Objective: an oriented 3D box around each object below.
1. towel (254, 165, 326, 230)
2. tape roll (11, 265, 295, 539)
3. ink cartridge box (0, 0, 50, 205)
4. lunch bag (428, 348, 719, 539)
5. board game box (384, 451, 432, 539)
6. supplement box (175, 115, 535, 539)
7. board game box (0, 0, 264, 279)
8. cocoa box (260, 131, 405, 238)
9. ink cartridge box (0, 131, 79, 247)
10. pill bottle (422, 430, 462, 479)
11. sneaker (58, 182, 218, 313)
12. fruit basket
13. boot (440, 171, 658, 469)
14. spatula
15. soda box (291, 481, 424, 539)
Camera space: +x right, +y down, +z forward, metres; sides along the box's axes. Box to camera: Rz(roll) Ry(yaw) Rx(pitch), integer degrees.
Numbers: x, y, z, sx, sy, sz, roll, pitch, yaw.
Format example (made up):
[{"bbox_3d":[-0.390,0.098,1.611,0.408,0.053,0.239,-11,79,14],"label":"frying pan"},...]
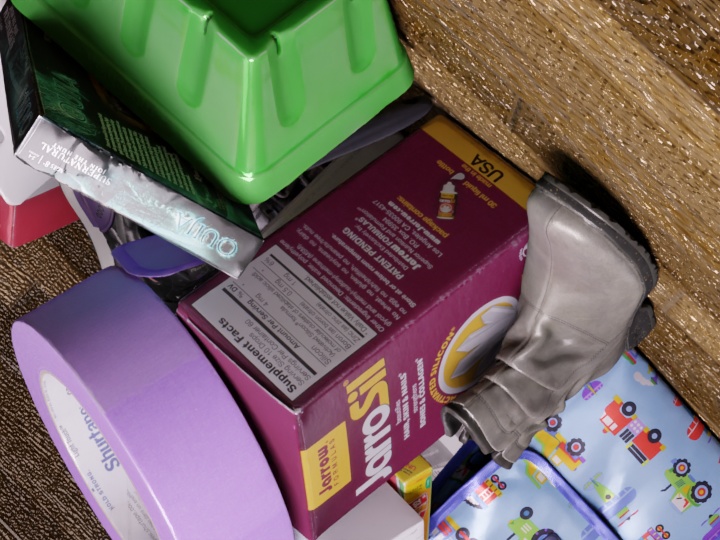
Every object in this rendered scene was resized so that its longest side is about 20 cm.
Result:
[{"bbox_3d":[-0.115,-0.107,1.550,0.166,0.086,0.200,50,172,-24],"label":"towel"},{"bbox_3d":[-0.117,0.100,1.099,0.200,0.065,0.201,50,160,26],"label":"tape roll"},{"bbox_3d":[-0.173,-0.146,1.180,0.115,0.200,0.068,52,170,-19],"label":"ink cartridge box"},{"bbox_3d":[0.127,0.157,1.233,0.151,0.200,0.094,46,172,-15],"label":"lunch bag"},{"bbox_3d":[-0.026,0.091,1.197,0.200,0.030,0.096,47,151,35],"label":"board game box"},{"bbox_3d":[0.009,0.030,1.095,0.103,0.200,0.131,40,154,29],"label":"supplement box"},{"bbox_3d":[-0.129,-0.078,1.051,0.135,0.028,0.200,29,-164,-24],"label":"board game box"},{"bbox_3d":[0.000,0.000,1.313,0.131,0.133,0.200,46,171,-3],"label":"cocoa box"},{"bbox_3d":[-0.230,-0.154,1.385,0.145,0.144,0.201,40,138,27],"label":"ink cartridge box"},{"bbox_3d":[0.051,0.078,1.529,0.200,0.114,0.114,48,171,-19],"label":"pill bottle"},{"bbox_3d":[-0.123,-0.005,1.267,0.087,0.076,0.200,30,160,42],"label":"sneaker"},{"bbox_3d":[-0.075,-0.129,1.073,0.215,0.155,0.216,39,153,25],"label":"fruit basket"},{"bbox_3d":[0.095,0.039,1.051,0.068,0.131,0.200,40,171,25],"label":"boot"},{"bbox_3d":[-0.044,-0.047,1.088,0.057,0.199,0.021,40,160,58],"label":"spatula"},{"bbox_3d":[-0.045,0.122,1.160,0.200,0.063,0.068,42,149,36],"label":"soda box"}]
